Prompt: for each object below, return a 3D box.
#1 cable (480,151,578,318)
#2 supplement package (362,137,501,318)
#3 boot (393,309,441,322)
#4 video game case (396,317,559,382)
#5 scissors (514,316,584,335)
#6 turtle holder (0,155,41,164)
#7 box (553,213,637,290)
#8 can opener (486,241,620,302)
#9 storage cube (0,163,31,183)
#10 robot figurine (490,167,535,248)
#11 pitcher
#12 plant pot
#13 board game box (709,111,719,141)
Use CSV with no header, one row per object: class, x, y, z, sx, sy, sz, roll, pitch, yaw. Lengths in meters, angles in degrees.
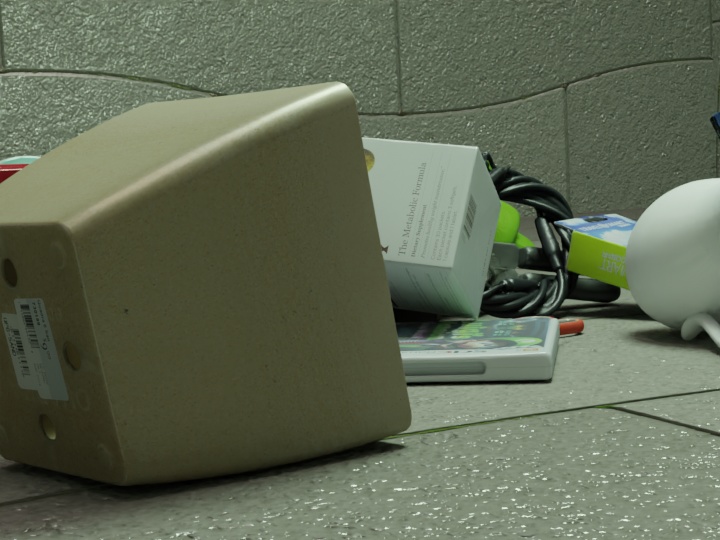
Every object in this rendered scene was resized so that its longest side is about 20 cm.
cable,0.141,-0.020,1.333,0.051,0.163,0.200,-44,6,47
supplement package,0.007,-0.040,1.150,0.197,0.115,0.110,6,-21,20
boot,0.000,0.000,1.324,0.185,0.070,0.200,16,6,4
video game case,0.064,0.061,1.063,0.179,0.024,0.200,-2,4,10
scissors,0.102,0.054,1.188,0.197,0.014,0.073,-3,6,-24
turtle holder,-0.304,-0.030,1.314,0.185,0.141,0.132,40,-7,-7
box,0.298,-0.006,1.318,0.198,0.048,0.121,21,19,40
can opener,0.173,0.004,1.406,0.197,0.054,0.067,6,-13,-20
storage cube,-0.262,0.012,0.938,0.198,0.174,0.179,1,5,40
robot figurine,0.098,-0.042,1.498,0.198,0.177,0.116,26,14,-4
pitcher,0.290,0.001,1.099,0.120,0.174,0.200,21,-20,-7
plant pot,-0.115,0.017,0.757,0.176,0.203,0.198,-21,16,-42
board game box,0.372,-0.054,1.210,0.034,0.202,0.135,-25,-2,15
